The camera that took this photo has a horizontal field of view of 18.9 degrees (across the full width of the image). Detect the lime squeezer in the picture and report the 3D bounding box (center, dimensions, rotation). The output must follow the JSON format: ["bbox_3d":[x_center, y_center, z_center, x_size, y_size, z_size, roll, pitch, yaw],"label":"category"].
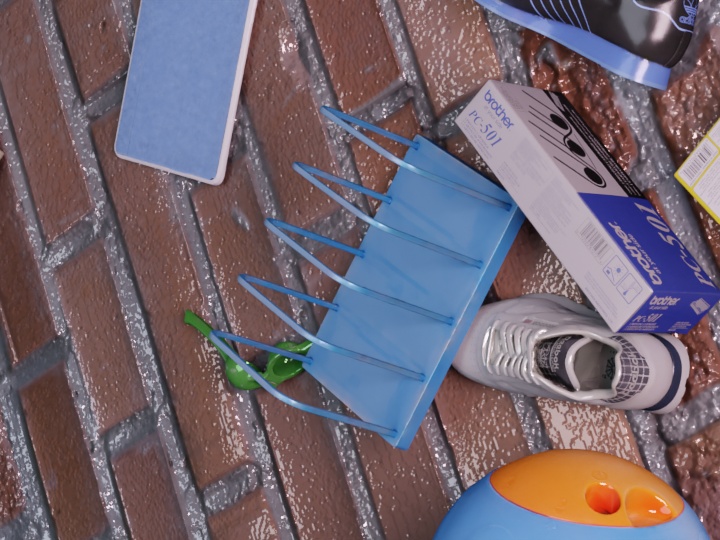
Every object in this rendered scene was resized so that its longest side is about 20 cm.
[{"bbox_3d":[-0.067,0.060,1.713,0.199,0.038,0.071,-7,51,39],"label":"lime squeezer"}]

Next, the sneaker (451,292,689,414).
[{"bbox_3d":[0.130,0.056,1.515,0.199,0.080,0.077,5,93,42],"label":"sneaker"}]

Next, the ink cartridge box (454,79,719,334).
[{"bbox_3d":[0.156,-0.044,1.489,0.044,0.094,0.200,-49,60,27],"label":"ink cartridge box"}]

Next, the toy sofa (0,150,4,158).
[{"bbox_3d":[-0.415,-0.118,1.981,0.200,0.098,0.083,30,82,37],"label":"toy sofa"}]

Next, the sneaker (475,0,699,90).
[{"bbox_3d":[0.150,-0.198,1.522,0.200,0.070,0.078,31,103,30],"label":"sneaker"}]

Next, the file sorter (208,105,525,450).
[{"bbox_3d":[0.000,0.000,1.564,0.139,0.122,0.201,37,103,49],"label":"file sorter"}]

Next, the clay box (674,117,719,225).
[{"bbox_3d":[0.307,-0.037,1.394,0.200,0.047,0.115,51,118,28],"label":"clay box"}]

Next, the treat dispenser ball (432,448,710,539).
[{"bbox_3d":[0.138,0.217,1.421,0.200,0.200,0.202,-2,86,39],"label":"treat dispenser ball"}]

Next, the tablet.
[{"bbox_3d":[-0.141,-0.180,1.791,0.130,0.014,0.201,17,99,38],"label":"tablet"}]
